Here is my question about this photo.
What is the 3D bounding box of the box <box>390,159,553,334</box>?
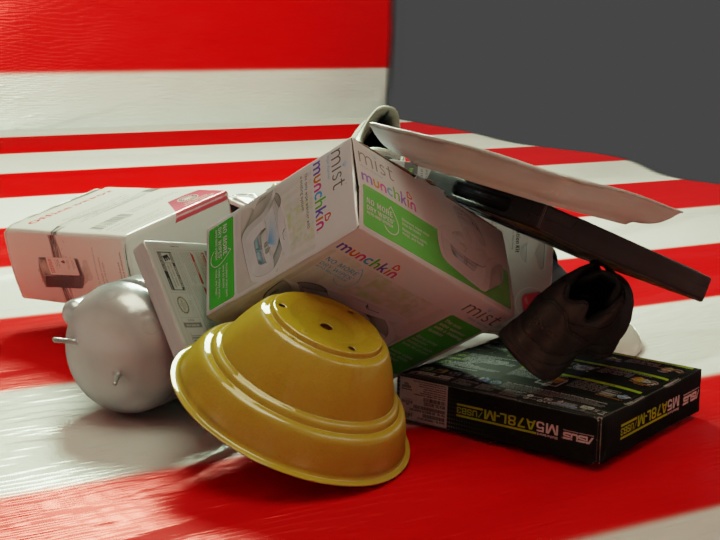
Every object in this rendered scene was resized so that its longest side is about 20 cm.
[{"bbox_3d":[0.086,-0.022,1.365,0.199,0.157,0.041,5,-10,-5],"label":"box"}]

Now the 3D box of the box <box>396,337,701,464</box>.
[{"bbox_3d":[0.164,0.105,1.220,0.199,0.048,0.193,9,12,35],"label":"box"}]

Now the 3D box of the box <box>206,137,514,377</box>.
[{"bbox_3d":[0.000,0.000,1.194,0.176,0.097,0.200,-28,-40,32],"label":"box"}]

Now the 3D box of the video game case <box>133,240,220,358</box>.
[{"bbox_3d":[-0.097,0.043,1.220,0.018,0.144,0.200,-36,-22,31],"label":"video game case"}]

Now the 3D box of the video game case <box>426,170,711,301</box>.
[{"bbox_3d":[0.181,-0.033,1.248,0.199,0.026,0.181,21,2,-31],"label":"video game case"}]

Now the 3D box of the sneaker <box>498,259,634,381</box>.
[{"bbox_3d":[0.199,0.031,1.210,0.076,0.091,0.200,44,30,12],"label":"sneaker"}]

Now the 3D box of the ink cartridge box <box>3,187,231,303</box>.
[{"bbox_3d":[-0.244,-0.025,1.441,0.199,0.085,0.145,7,25,41],"label":"ink cartridge box"}]

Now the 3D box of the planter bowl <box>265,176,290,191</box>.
[{"bbox_3d":[-0.023,-0.057,1.545,0.200,0.135,0.200,-28,6,3],"label":"planter bowl"}]

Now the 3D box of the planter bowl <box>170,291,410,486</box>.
[{"bbox_3d":[-0.039,0.073,1.087,0.200,0.084,0.201,21,20,-8],"label":"planter bowl"}]

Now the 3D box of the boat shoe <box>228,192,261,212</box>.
[{"bbox_3d":[-0.076,-0.014,1.438,0.200,0.072,0.068,48,26,24],"label":"boat shoe"}]

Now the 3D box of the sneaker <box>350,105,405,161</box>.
[{"bbox_3d":[0.007,-0.078,1.418,0.074,0.201,0.089,9,-30,-10],"label":"sneaker"}]

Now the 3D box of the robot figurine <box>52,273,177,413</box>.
[{"bbox_3d":[-0.176,0.058,1.227,0.169,0.113,0.200,20,18,25],"label":"robot figurine"}]

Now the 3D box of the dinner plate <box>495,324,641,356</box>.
[{"bbox_3d":[0.198,0.041,1.463,0.199,0.024,0.200,13,20,-5],"label":"dinner plate"}]

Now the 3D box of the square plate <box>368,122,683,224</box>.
[{"bbox_3d":[0.136,-0.075,1.162,0.199,0.029,0.198,21,7,38],"label":"square plate"}]

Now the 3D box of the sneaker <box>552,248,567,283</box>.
[{"bbox_3d":[0.140,-0.033,1.430,0.200,0.080,0.078,31,32,10],"label":"sneaker"}]
